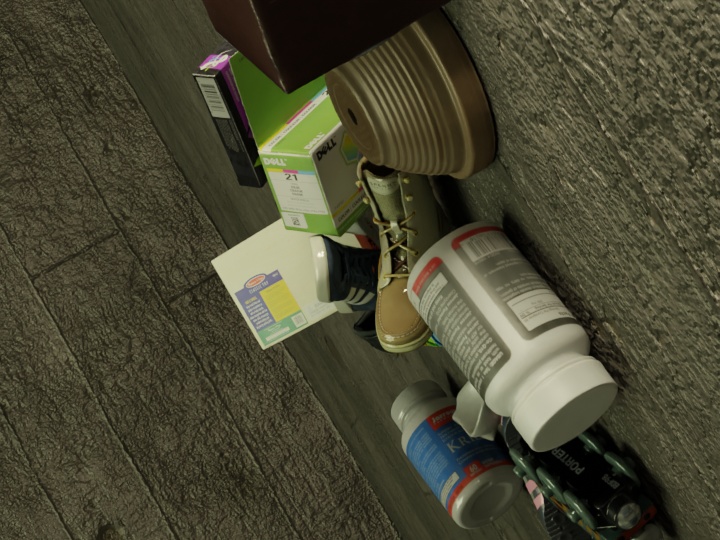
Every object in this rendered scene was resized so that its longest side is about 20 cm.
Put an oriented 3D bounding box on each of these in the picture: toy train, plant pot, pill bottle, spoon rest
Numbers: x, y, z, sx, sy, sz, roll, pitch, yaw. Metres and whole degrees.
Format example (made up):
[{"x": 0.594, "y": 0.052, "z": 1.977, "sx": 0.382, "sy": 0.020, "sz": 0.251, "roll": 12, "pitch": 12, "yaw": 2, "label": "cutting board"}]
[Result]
[{"x": 0.232, "y": 0.221, "z": 1.267, "sx": 0.114, "sy": 0.085, "sz": 0.200, "roll": 52, "pitch": 172, "yaw": -27, "label": "toy train"}, {"x": 0.030, "y": -0.161, "z": 1.132, "sx": 0.202, "sy": 0.092, "sz": 0.201, "roll": 58, "pitch": 170, "yaw": 17, "label": "plant pot"}, {"x": 0.125, "y": 0.246, "z": 1.710, "sx": 0.200, "sy": 0.112, "sz": 0.113, "roll": 50, "pitch": 165, "yaw": 39, "label": "pill bottle"}, {"x": 0.143, "y": 0.162, "z": 1.498, "sx": 0.200, "sy": 0.060, "sz": 0.100, "roll": 83, "pitch": -161, "yaw": -70, "label": "spoon rest"}, {"x": 0.140, "y": 0.061, "z": 1.155, "sx": 0.200, "sy": 0.113, "sz": 0.114, "roll": 54, "pitch": 168, "yaw": 29, "label": "pill bottle"}]

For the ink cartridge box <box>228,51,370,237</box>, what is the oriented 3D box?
[{"x": -0.039, "y": -0.158, "z": 1.272, "sx": 0.075, "sy": 0.148, "sz": 0.201, "roll": 9, "pitch": 131, "yaw": 36, "label": "ink cartridge box"}]

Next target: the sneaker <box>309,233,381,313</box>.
[{"x": 0.000, "y": 0.000, "z": 1.339, "sx": 0.200, "sy": 0.084, "sz": 0.076, "roll": 35, "pitch": -132, "yaw": -77, "label": "sneaker"}]

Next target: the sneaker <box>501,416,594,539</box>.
[{"x": 0.218, "y": 0.230, "z": 1.410, "sx": 0.082, "sy": 0.070, "sz": 0.201, "roll": -96, "pitch": -18, "yaw": -75, "label": "sneaker"}]

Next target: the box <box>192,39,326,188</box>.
[{"x": -0.084, "y": -0.204, "z": 1.295, "sx": 0.036, "sy": 0.200, "sz": 0.144, "roll": 10, "pitch": 139, "yaw": 32, "label": "box"}]

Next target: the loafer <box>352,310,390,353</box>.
[{"x": 0.053, "y": 0.038, "z": 1.453, "sx": 0.201, "sy": 0.070, "sz": 0.069, "roll": 131, "pitch": 149, "yaw": -53, "label": "loafer"}]

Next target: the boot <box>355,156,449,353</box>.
[{"x": 0.038, "y": -0.034, "z": 1.256, "sx": 0.155, "sy": 0.072, "sz": 0.201, "roll": 68, "pitch": -153, "yaw": -45, "label": "boot"}]

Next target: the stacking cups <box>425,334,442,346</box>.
[{"x": 0.112, "y": 0.061, "z": 1.462, "sx": 0.061, "sy": 0.060, "sz": 0.200, "roll": 61, "pitch": 164, "yaw": -7, "label": "stacking cups"}]

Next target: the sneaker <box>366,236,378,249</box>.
[{"x": 0.013, "y": -0.052, "z": 1.559, "sx": 0.108, "sy": 0.067, "sz": 0.201, "roll": 62, "pitch": 172, "yaw": -23, "label": "sneaker"}]

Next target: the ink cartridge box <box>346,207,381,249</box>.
[{"x": -0.034, "y": -0.095, "z": 1.444, "sx": 0.200, "sy": 0.050, "sz": 0.163, "roll": 50, "pitch": -162, "yaw": -31, "label": "ink cartridge box"}]

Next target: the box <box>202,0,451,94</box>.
[{"x": -0.054, "y": -0.286, "z": 0.991, "sx": 0.164, "sy": 0.165, "sz": 0.201, "roll": 45, "pitch": 161, "yaw": 50, "label": "box"}]

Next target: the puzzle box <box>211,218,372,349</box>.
[{"x": -0.076, "y": -0.001, "z": 1.530, "sx": 0.134, "sy": 0.199, "sz": 0.025, "roll": 60, "pitch": -152, "yaw": -4, "label": "puzzle box"}]
